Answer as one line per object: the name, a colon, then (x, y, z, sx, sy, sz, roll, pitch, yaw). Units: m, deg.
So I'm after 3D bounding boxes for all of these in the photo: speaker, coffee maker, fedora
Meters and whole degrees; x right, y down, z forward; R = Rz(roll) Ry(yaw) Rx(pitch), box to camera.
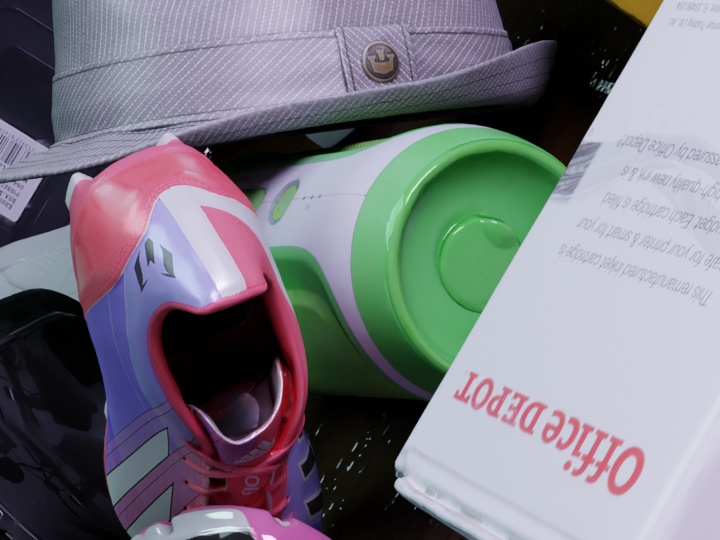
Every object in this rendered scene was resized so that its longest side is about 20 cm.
speaker: (0.000, 0.000, 0.939, 0.089, 0.088, 0.200, -63, 21, -13)
coffee maker: (-0.146, 0.106, 1.053, 0.200, 0.134, 0.192, -46, 18, 24)
fedora: (-0.034, -0.086, 0.977, 0.177, 0.199, 0.091, 180, 82, -75)

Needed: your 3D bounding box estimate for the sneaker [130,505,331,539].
sneaker: (-0.068, 0.152, 0.906, 0.200, 0.073, 0.088, -47, 25, 35)

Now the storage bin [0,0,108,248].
storage bin: (-0.174, -0.047, 1.341, 0.201, 0.135, 0.094, -59, 20, -2)

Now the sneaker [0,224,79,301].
sneaker: (-0.129, 0.046, 1.195, 0.200, 0.074, 0.116, -33, 29, 47)

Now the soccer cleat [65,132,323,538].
soccer cleat: (-0.042, 0.048, 0.886, 0.066, 0.201, 0.077, -24, 47, -13)

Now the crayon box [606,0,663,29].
crayon box: (0.109, -0.152, 0.954, 0.126, 0.051, 0.200, -53, 21, 14)

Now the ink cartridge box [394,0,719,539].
ink cartridge box: (0.108, -0.004, 0.695, 0.201, 0.085, 0.146, -58, 20, -4)

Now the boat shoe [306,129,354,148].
boat shoe: (-0.015, -0.128, 1.186, 0.074, 0.065, 0.201, -45, 24, 31)
